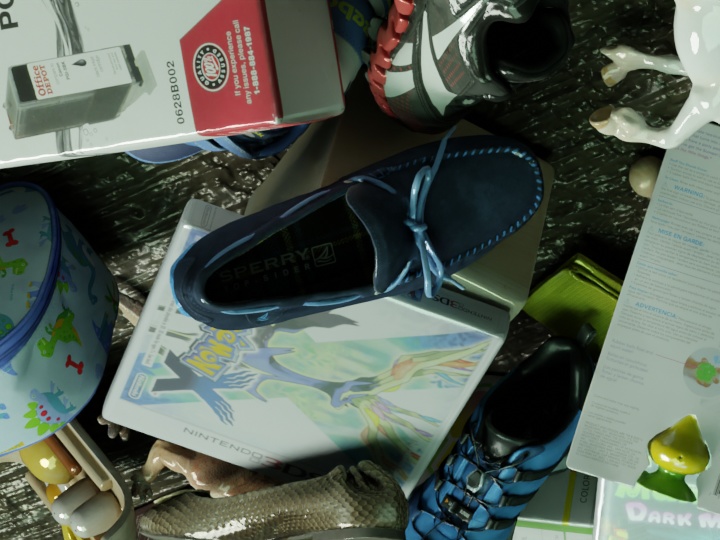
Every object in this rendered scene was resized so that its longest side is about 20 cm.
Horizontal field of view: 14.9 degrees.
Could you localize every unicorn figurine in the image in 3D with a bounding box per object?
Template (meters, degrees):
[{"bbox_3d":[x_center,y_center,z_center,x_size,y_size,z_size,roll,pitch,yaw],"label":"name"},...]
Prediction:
[{"bbox_3d":[0.177,-0.114,1.375,0.137,0.074,0.200,-3,141,28],"label":"unicorn figurine"}]

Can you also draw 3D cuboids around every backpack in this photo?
[{"bbox_3d":[-0.253,0.031,1.606,0.199,0.184,0.147,-16,131,17],"label":"backpack"}]

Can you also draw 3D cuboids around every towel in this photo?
[{"bbox_3d":[0.186,0.064,1.594,0.200,0.018,0.086,35,151,-6],"label":"towel"}]

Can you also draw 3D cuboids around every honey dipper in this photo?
[{"bbox_3d":[0.198,0.008,1.553,0.038,0.038,0.200,-13,131,30],"label":"honey dipper"}]

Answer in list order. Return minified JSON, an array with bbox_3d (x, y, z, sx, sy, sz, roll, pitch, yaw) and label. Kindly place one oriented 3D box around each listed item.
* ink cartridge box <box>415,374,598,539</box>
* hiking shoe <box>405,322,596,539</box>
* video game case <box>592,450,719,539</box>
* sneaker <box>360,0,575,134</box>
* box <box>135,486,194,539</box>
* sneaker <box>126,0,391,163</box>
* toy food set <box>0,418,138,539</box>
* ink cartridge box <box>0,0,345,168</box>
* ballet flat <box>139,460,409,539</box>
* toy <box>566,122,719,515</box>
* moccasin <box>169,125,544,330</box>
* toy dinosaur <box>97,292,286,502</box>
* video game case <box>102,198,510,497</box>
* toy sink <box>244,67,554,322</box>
[{"bbox_3d":[0.065,0.120,1.674,0.199,0.104,0.059,5,141,13],"label":"ink cartridge box"},{"bbox_3d":[0.067,0.117,1.581,0.074,0.200,0.087,29,160,23],"label":"hiking shoe"},{"bbox_3d":[0.234,0.124,1.565,0.199,0.023,0.183,6,113,6],"label":"video game case"},{"bbox_3d":[0.056,-0.114,1.374,0.098,0.071,0.201,42,157,15],"label":"sneaker"},{"bbox_3d":[-0.081,0.194,1.839,0.199,0.075,0.100,-27,126,38],"label":"box"},{"bbox_3d":[-0.071,-0.098,1.468,0.074,0.083,0.200,34,139,-27],"label":"sneaker"},{"bbox_3d":[-0.203,0.144,1.751,0.200,0.060,0.144,48,156,32],"label":"toy food set"},{"bbox_3d":[-0.122,-0.133,1.384,0.199,0.083,0.148,-8,94,25],"label":"ink cartridge box"},{"bbox_3d":[-0.050,0.135,1.571,0.067,0.047,0.199,9,168,-44],"label":"ballet flat"},{"bbox_3d":[0.194,0.027,1.503,0.114,0.201,0.047,17,-176,-3],"label":"toy"},{"bbox_3d":[0.005,-0.010,1.392,0.199,0.068,0.081,-24,98,-7],"label":"moccasin"},{"bbox_3d":[-0.076,0.086,1.678,0.135,0.086,0.201,-28,81,31],"label":"toy dinosaur"},{"bbox_3d":[-0.034,0.053,1.510,0.181,0.022,0.200,20,141,-6],"label":"video game case"},{"bbox_3d":[0.000,0.000,1.542,0.130,0.112,0.200,25,140,-12],"label":"toy sink"}]
